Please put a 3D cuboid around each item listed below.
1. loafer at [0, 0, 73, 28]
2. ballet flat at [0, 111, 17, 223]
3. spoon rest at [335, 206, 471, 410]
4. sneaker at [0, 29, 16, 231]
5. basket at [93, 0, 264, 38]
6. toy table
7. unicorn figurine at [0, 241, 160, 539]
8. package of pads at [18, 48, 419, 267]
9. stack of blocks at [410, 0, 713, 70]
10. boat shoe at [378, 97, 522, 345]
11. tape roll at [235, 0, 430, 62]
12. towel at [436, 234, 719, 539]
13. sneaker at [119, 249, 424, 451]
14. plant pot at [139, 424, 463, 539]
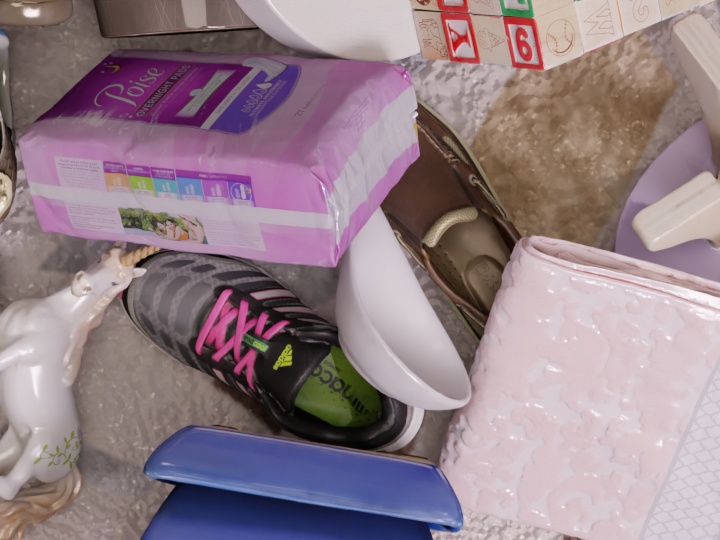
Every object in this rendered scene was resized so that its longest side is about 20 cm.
[{"bbox_3d":[-0.199,-0.210,1.170,0.076,0.200,0.068,-3,129,-28],"label":"loafer"},{"bbox_3d":[-0.227,-0.105,1.133,0.067,0.046,0.201,-25,122,-27],"label":"ballet flat"},{"bbox_3d":[0.000,0.000,1.195,0.061,0.099,0.200,-46,63,16],"label":"spoon rest"},{"bbox_3d":[-0.234,-0.047,1.213,0.072,0.072,0.202,0,89,-39],"label":"sneaker"},{"bbox_3d":[-0.102,-0.237,1.194,0.179,0.136,0.202,-6,96,-30],"label":"basket"},{"bbox_3d":[0.237,-0.055,1.203,0.200,0.117,0.184,-43,74,-10],"label":"toy table"},{"bbox_3d":[-0.192,0.061,1.207,0.137,0.074,0.201,-17,132,-35],"label":"unicorn figurine"},{"bbox_3d":[-0.076,-0.067,1.162,0.199,0.121,0.076,7,125,27],"label":"package of pads"},{"bbox_3d":[0.138,-0.174,1.178,0.199,0.115,0.059,-23,110,-28],"label":"stack of blocks"},{"bbox_3d":[0.052,-0.035,1.232,0.075,0.075,0.203,-41,92,-2],"label":"boat shoe"},{"bbox_3d":[0.000,-0.219,1.170,0.202,0.037,0.204,-6,100,-34],"label":"tape roll"},{"bbox_3d":[0.153,0.083,1.206,0.190,0.032,0.201,15,127,-3],"label":"towel"},{"bbox_3d":[-0.050,0.047,1.221,0.199,0.087,0.074,30,89,-2],"label":"sneaker"},{"bbox_3d":[-0.038,0.187,1.167,0.198,0.200,0.181,8,83,5],"label":"plant pot"}]
